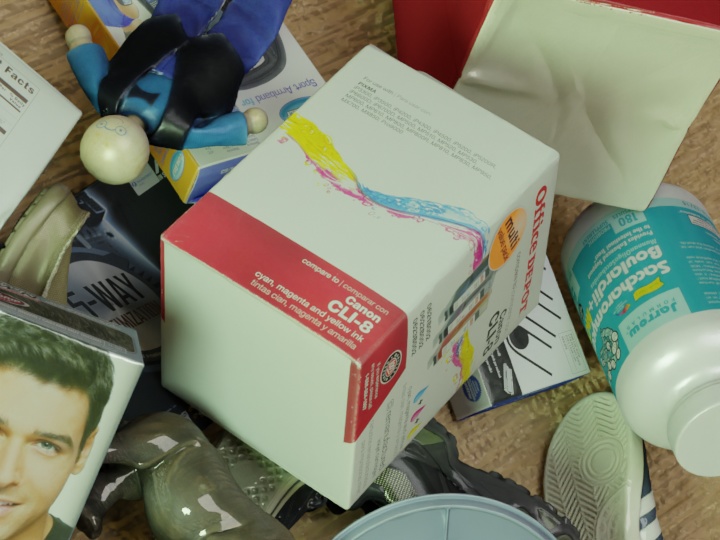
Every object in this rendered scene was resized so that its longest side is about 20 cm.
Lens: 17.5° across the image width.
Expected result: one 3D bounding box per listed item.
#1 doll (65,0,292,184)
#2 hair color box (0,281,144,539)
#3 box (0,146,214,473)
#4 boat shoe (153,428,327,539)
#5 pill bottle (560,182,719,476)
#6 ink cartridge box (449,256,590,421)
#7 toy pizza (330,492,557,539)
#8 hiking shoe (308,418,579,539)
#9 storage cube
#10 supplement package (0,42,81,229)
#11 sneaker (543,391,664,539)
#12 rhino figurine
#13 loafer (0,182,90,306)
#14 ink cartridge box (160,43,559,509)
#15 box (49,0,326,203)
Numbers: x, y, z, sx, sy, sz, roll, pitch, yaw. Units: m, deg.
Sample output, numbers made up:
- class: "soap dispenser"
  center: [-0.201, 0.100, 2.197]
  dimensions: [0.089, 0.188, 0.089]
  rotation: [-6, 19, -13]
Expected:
- class: "doll"
  center: [-0.112, -0.122, 1.386]
  dimensions: [0.136, 0.049, 0.200]
  rotation: [21, 51, 8]
- class: "hair color box"
  center: [-0.199, 0.112, 1.248]
  dimensions: [0.099, 0.061, 0.201]
  rotation: [21, 101, -15]
- class: "box"
  center: [-0.130, 0.022, 1.417]
  dimensions: [0.200, 0.043, 0.161]
  rotation: [-36, 95, -38]
- class: "boat shoe"
  center: [-0.051, 0.114, 1.406]
  dimensions: [0.074, 0.062, 0.200]
  rotation: [36, 68, 11]
- class: "pill bottle"
  center: [0.210, 0.041, 1.550]
  dimensions: [0.110, 0.111, 0.200]
  rotation: [16, 34, -29]
- class: "ink cartridge box"
  center: [0.075, -0.009, 1.566]
  dimensions: [0.094, 0.044, 0.201]
  rotation: [-15, 81, -38]
- class: "toy pizza"
  center: [0.042, 0.226, 1.416]
  dimensions: [0.199, 0.032, 0.201]
  rotation: [-4, 106, -13]
- class: "hiking shoe"
  center: [0.057, 0.171, 1.470]
  dimensions: [0.200, 0.076, 0.101]
  rotation: [37, 73, -8]
- class: "storage cube"
  center: [0.129, -0.171, 1.536]
  dimensions: [0.199, 0.171, 0.180]
  rotation: [10, 46, -17]
- class: "supplement package"
  center: [-0.265, -0.036, 1.303]
  dimensions: [0.109, 0.114, 0.200]
  rotation: [41, 54, -16]
- class: "sneaker"
  center: [0.175, 0.182, 1.558]
  dimensions: [0.084, 0.075, 0.201]
  rotation: [31, 50, -47]
- class: "rhino figurine"
  center: [-0.079, 0.161, 1.315]
  dimensions: [0.087, 0.060, 0.200]
  rotation: [-36, 80, -35]
- class: "loafer"
  center: [-0.188, 0.049, 1.305]
  dimensions: [0.067, 0.076, 0.201]
  rotation: [21, 99, -7]
- class: "ink cartridge box"
  center: [0.000, 0.000, 1.355]
  dimensions: [0.144, 0.146, 0.200]
  rotation: [31, 55, 21]
- class: "box"
  center: [-0.094, -0.124, 1.452]
  dimensions: [0.119, 0.042, 0.200]
  rotation: [-20, 62, -34]
